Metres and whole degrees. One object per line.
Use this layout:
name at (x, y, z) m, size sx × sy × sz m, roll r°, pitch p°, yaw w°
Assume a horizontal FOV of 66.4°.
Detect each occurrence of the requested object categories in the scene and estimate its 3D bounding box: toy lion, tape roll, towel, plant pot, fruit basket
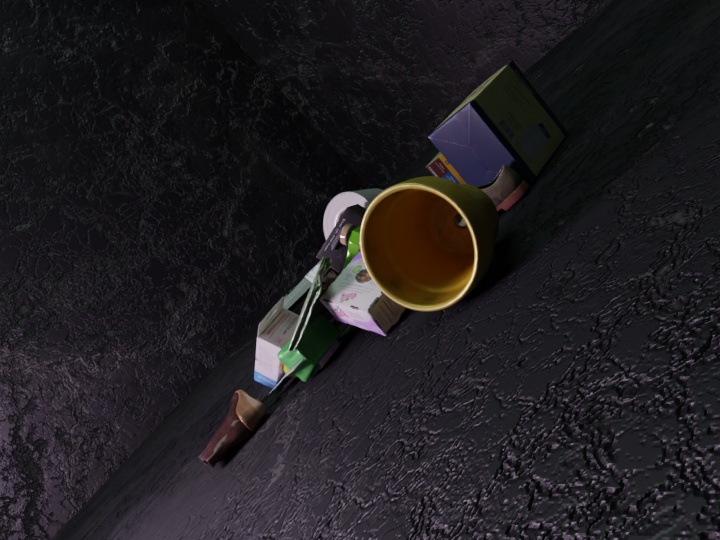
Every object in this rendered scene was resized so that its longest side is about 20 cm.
toy lion at (0.000, 0.000, 1.257) m, size 0.192 × 0.068 × 0.201 m, roll -4°, pitch -68°, yaw -67°
tape roll at (0.011, -0.132, 1.593) m, size 0.202 × 0.203 × 0.139 m, roll -37°, pitch -12°, yaw 37°
towel at (-0.102, 0.062, 1.149) m, size 0.200 × 0.023 × 0.153 m, roll -84°, pitch 17°, yaw -71°
plant pot at (0.130, -0.060, 0.883) m, size 0.201 × 0.201 × 0.189 m, roll -37°, pitch -4°, yaw 38°
fruit basket at (-0.121, 0.190, 1.223) m, size 0.185 × 0.094 × 0.200 m, roll -49°, pitch -5°, yaw -38°

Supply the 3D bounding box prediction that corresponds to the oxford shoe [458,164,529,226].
oxford shoe at (0.228, -0.124, 1.077) m, size 0.200 × 0.075 × 0.070 m, roll -42°, pitch 9°, yaw 15°

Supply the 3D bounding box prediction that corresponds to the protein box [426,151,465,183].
protein box at (0.309, -0.305, 1.383) m, size 0.200 × 0.135 × 0.199 m, roll -35°, pitch 11°, yaw 48°

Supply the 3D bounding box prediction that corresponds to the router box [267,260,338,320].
router box at (-0.121, 0.090, 1.422) m, size 0.200 × 0.149 × 0.051 m, roll -44°, pitch 43°, yaw -10°

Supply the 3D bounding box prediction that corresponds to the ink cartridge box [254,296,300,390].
ink cartridge box at (-0.190, 0.174, 1.302) m, size 0.115 × 0.068 × 0.201 m, roll -53°, pitch -18°, yaw -46°

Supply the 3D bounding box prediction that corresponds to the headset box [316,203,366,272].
headset box at (-0.031, -0.085, 1.397) m, size 0.149 × 0.075 × 0.200 m, roll -57°, pitch -2°, yaw 13°

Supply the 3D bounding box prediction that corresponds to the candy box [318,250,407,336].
candy box at (0.041, 0.018, 1.077) m, size 0.200 × 0.072 × 0.167 m, roll -49°, pitch 31°, yaw -20°

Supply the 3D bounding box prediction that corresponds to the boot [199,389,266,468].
boot at (-0.299, 0.351, 1.226) m, size 0.166 × 0.072 × 0.200 m, roll -45°, pitch 12°, yaw -23°

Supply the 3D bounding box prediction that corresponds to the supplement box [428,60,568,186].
supplement box at (0.289, -0.283, 1.144) m, size 0.200 × 0.200 × 0.134 m, roll -48°, pitch 10°, yaw -34°
